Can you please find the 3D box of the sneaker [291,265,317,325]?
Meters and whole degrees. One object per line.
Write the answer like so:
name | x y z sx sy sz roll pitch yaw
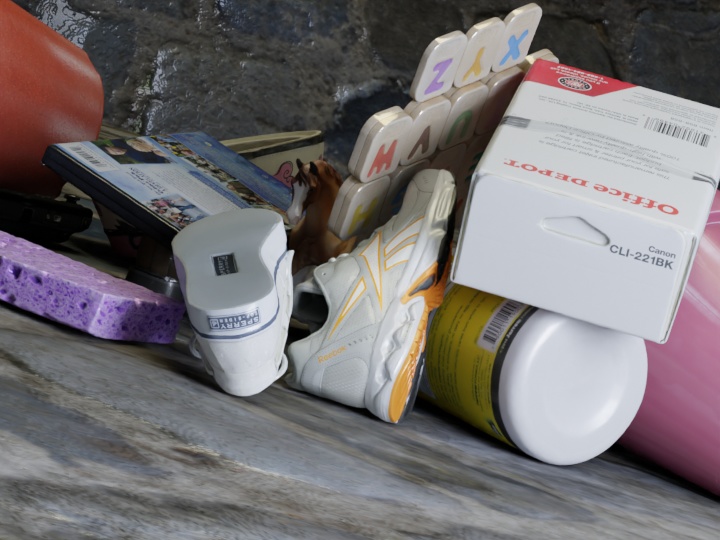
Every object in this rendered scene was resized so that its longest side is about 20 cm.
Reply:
sneaker | -0.028 0.007 1.790 0.099 0.078 0.200 18 -1 17

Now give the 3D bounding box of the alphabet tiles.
alphabet tiles | 0.059 -0.086 1.590 0.015 0.196 0.199 40 41 24

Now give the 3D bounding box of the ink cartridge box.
ink cartridge box | 0.153 -0.048 1.520 0.143 0.084 0.200 16 28 9

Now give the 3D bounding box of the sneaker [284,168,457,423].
sneaker | 0.007 0.004 1.504 0.091 0.076 0.201 11 46 8

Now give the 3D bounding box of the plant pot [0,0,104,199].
plant pot | -0.320 -0.144 1.878 0.200 0.202 0.195 22 -2 41

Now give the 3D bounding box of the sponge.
sponge | -0.217 -0.001 1.469 0.199 0.030 0.111 21 5 24

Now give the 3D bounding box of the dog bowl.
dog bowl | -0.121 -0.060 1.891 0.199 0.074 0.200 -9 6 1

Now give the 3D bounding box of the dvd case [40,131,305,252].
dvd case | -0.113 -0.053 1.656 0.142 0.018 0.200 34 20 21

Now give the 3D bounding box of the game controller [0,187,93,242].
game controller | -0.295 -0.058 1.770 0.104 0.042 0.199 22 5 36

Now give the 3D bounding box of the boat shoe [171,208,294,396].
boat shoe | -0.071 0.027 1.438 0.074 0.087 0.202 -10 20 -3

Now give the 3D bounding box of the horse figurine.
horse figurine | 0.000 0.000 1.666 0.199 0.133 0.050 14 3 -44

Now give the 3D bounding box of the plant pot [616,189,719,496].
plant pot | 0.239 0.061 1.651 0.199 0.201 0.179 13 23 -50

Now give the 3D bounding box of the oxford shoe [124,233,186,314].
oxford shoe | -0.113 -0.015 1.722 0.072 0.085 0.200 17 3 7

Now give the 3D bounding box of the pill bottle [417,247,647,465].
pill bottle | 0.090 0.049 1.575 0.112 0.113 0.200 15 6 -35
